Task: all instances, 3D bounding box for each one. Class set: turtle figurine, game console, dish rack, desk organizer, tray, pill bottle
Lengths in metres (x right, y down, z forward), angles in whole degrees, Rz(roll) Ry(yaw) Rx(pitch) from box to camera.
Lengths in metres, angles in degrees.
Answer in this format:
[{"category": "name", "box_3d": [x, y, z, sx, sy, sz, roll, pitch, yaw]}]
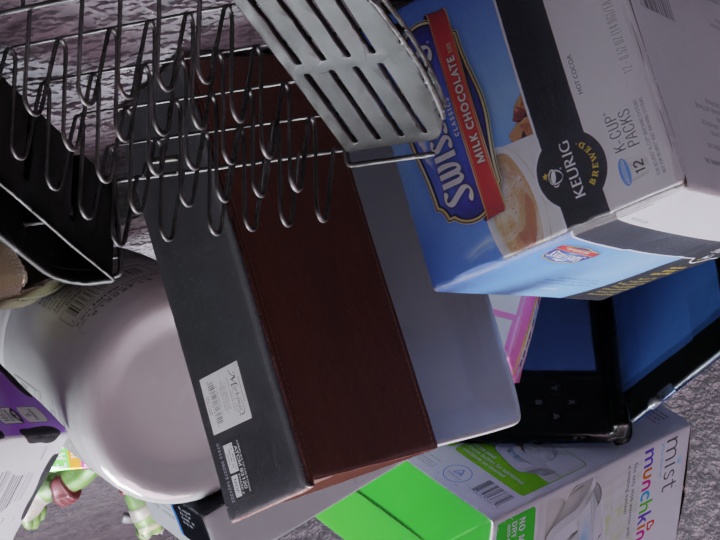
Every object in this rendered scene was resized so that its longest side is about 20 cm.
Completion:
[{"category": "turtle figurine", "box_3d": [-0.207, 0.178, 1.496, 0.192, 0.146, 0.199, -17, 165, 26]}, {"category": "game console", "box_3d": [0.129, -0.009, 1.005, 0.168, 0.202, 0.119, 0, 141, 1]}, {"category": "dish rack", "box_3d": [-0.070, -0.059, 0.651, 0.198, 0.055, 0.153, -7, 154, 20]}, {"category": "desk organizer", "box_3d": [-0.040, 0.004, 0.766, 0.076, 0.202, 0.072, -9, 167, -37]}, {"category": "tray", "box_3d": [0.005, 0.003, 0.825, 0.106, 0.202, 0.022, -15, 152, 0]}, {"category": "pill bottle", "box_3d": [-0.134, 0.047, 0.916, 0.113, 0.116, 0.199, -9, -166, -27]}]

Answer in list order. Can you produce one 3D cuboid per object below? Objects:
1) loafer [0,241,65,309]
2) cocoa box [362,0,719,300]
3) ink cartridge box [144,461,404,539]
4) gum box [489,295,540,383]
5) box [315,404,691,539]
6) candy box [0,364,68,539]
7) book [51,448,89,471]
[{"category": "loafer", "box_3d": [-0.202, -0.014, 0.798, 0.068, 0.076, 0.199, -24, 175, 30]}, {"category": "cocoa box", "box_3d": [0.113, -0.068, 0.796, 0.130, 0.135, 0.199, -22, 167, 28]}, {"category": "ink cartridge box", "box_3d": [-0.019, 0.090, 0.923, 0.199, 0.040, 0.099, -27, -160, -24]}, {"category": "gum box", "box_3d": [0.000, 0.000, 0.931, 0.198, 0.067, 0.114, 16, 172, 10]}, {"category": "box", "box_3d": [0.078, 0.118, 1.059, 0.175, 0.098, 0.199, -19, -147, -36]}, {"category": "candy box", "box_3d": [-0.268, 0.060, 0.788, 0.199, 0.167, 0.072, 5, 120, -59]}, {"category": "book", "box_3d": [-0.132, 0.091, 1.166, 0.197, 0.049, 0.134, -5, -154, -3]}]
